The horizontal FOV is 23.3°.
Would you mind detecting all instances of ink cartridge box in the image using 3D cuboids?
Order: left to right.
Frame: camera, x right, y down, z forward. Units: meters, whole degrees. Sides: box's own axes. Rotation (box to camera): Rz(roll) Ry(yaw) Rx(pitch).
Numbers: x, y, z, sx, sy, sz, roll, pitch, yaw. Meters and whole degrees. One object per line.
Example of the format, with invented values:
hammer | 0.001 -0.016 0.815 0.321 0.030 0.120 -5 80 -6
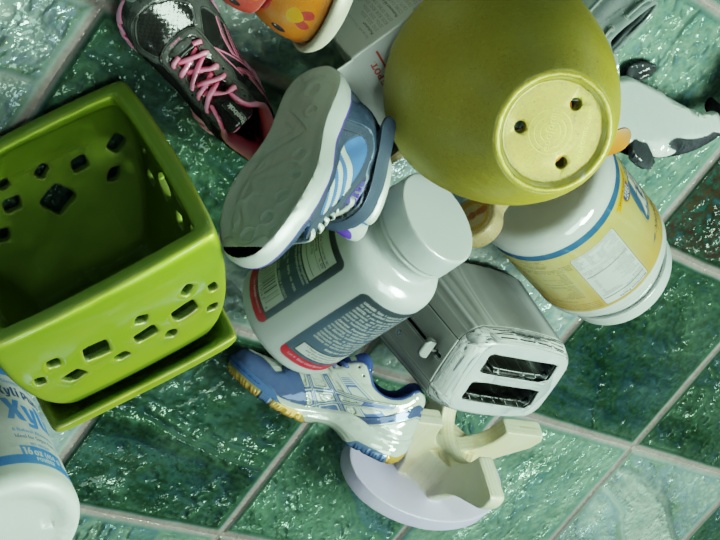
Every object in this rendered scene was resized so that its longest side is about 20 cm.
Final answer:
ink cartridge box | 0.045 -0.198 1.503 0.200 0.068 0.115 -35 139 -1

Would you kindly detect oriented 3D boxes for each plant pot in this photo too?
plant pot | -0.220 0.002 1.422 0.199 0.199 0.182 -27 144 -9
plant pot | 0.133 -0.134 1.418 0.199 0.142 0.201 -6 112 -14

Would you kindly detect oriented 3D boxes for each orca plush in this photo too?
orca plush | 0.277 -0.152 1.729 0.199 0.071 0.106 -14 91 -37

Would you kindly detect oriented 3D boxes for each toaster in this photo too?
toaster | 0.120 0.071 1.761 0.199 0.129 0.114 13 121 -41

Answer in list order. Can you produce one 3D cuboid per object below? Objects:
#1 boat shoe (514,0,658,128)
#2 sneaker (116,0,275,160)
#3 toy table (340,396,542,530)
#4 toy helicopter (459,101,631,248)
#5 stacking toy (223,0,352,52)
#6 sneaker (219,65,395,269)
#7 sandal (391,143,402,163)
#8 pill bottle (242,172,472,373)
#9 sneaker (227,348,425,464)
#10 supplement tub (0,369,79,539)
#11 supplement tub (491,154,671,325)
boat shoe | 0.201 -0.192 1.548 0.201 0.071 0.070 -51 170 -26
sneaker | -0.121 -0.157 1.411 0.079 0.096 0.200 -37 138 5
toy table | 0.090 0.188 1.834 0.199 0.184 0.117 -2 147 -41
toy helicopter | 0.156 -0.102 1.584 0.200 0.132 0.079 -55 141 -12
stacking toy | -0.103 -0.256 1.330 0.199 0.146 0.147 11 124 -19
sneaker | -0.031 -0.050 1.418 0.147 0.080 0.201 57 45 -44
sandal | 0.073 -0.112 1.560 0.211 0.078 0.070 -29 109 21
pill bottle | 0.000 0.000 1.572 0.119 0.120 0.200 18 140 -43
sneaker | -0.031 0.110 1.712 0.199 0.075 0.088 26 97 -13
supplement tub | -0.329 0.158 1.485 0.131 0.200 0.132 -19 137 -18
supplement tub | 0.212 -0.043 1.703 0.145 0.145 0.200 -41 139 6
